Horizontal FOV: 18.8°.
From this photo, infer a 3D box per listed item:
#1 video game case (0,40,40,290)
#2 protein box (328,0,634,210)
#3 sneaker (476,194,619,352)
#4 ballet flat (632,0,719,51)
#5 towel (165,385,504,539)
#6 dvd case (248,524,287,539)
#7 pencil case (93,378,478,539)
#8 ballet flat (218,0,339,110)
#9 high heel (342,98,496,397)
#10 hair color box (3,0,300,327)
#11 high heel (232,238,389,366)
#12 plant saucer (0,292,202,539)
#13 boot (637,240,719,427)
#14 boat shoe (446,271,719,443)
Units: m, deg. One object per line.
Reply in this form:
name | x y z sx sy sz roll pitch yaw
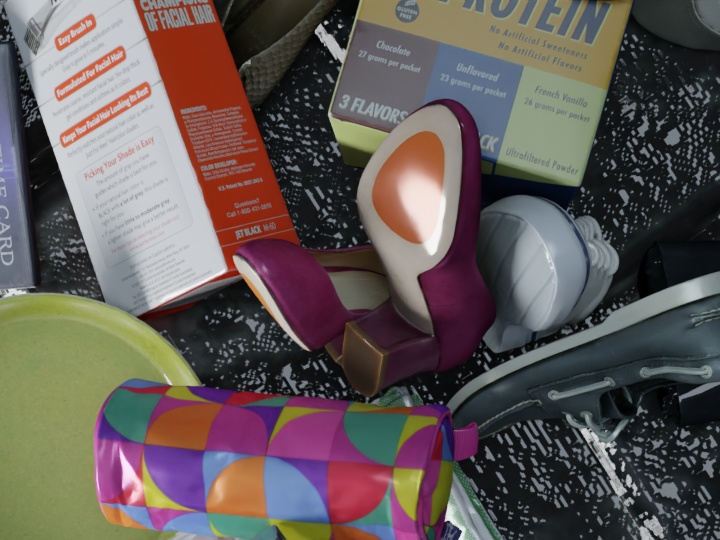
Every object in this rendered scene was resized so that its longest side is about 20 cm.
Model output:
video game case | -0.291 -0.054 1.264 0.199 0.019 0.144 -4 100 4
protein box | 0.077 -0.147 1.182 0.134 0.199 0.201 16 86 3
sneaker | 0.102 -0.007 1.173 0.070 0.200 0.073 -26 84 -9
ballet flat | 0.253 -0.156 1.241 0.199 0.064 0.068 7 86 4
towel | -0.021 0.175 1.196 0.199 0.031 0.150 -33 71 5
dvd case | -0.051 0.249 1.163 0.146 0.022 0.200 -33 108 7
pencil case | -0.042 0.105 1.164 0.199 0.088 0.089 5 86 14
ballet flat | -0.039 -0.168 1.227 0.067 0.046 0.200 42 115 14
high heel | 0.047 -0.022 1.117 0.096 0.201 0.067 -26 62 -34
hair color box | -0.119 -0.082 1.229 0.111 0.064 0.201 -24 85 45
high heel | 0.000 0.000 1.177 0.096 0.200 0.067 -40 64 4
plant saucer | -0.177 0.108 1.238 0.199 0.031 0.201 -1 103 -4
boot | 0.241 -0.014 1.224 0.167 0.076 0.202 -2 92 -1
boat shoe | 0.128 0.063 1.190 0.199 0.073 0.062 -28 79 36
